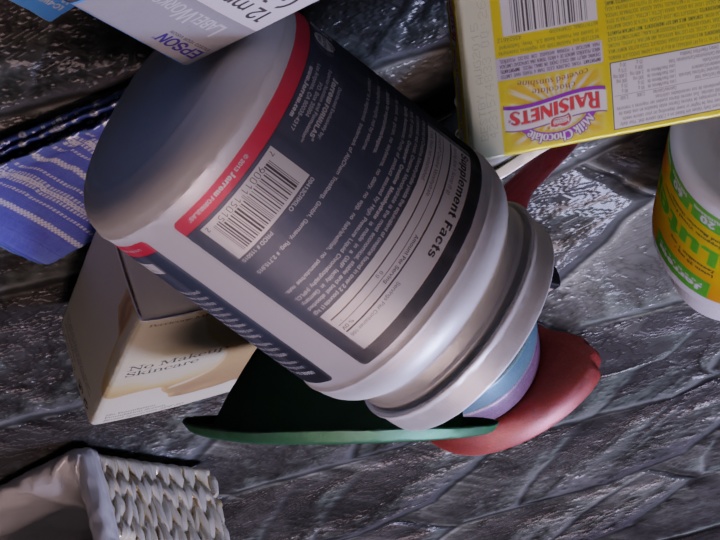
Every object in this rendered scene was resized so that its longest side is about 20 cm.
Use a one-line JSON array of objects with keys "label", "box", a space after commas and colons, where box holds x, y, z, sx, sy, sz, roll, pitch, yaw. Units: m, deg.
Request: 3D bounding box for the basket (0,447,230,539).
[{"label": "basket", "box": [-0.203, 0.259, 1.776, 0.199, 0.199, 0.160, -28, 158, 30]}]

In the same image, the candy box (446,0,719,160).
[{"label": "candy box", "box": [0.143, -0.122, 1.201, 0.199, 0.026, 0.103, -11, 115, -10]}]

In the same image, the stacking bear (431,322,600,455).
[{"label": "stacking bear", "box": [0.046, 0.015, 1.434, 0.114, 0.121, 0.200, -44, 139, -9]}]

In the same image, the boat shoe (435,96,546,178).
[{"label": "boat shoe", "box": [0.084, -0.097, 1.289, 0.199, 0.073, 0.062, -23, 117, 36]}]

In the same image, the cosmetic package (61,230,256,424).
[{"label": "cosmetic package", "box": [-0.104, 0.019, 1.378, 0.105, 0.071, 0.200, -14, 164, -17]}]

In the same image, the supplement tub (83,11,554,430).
[{"label": "supplement tub", "box": [-0.019, -0.027, 1.153, 0.200, 0.141, 0.140, 37, 134, -23]}]

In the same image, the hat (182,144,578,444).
[{"label": "hat", "box": [0.000, 0.000, 1.310, 0.199, 0.177, 0.165, 0, -179, -40]}]

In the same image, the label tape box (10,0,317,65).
[{"label": "label tape box", "box": [-0.088, -0.145, 1.017, 0.199, 0.066, 0.143, -26, 157, 22]}]

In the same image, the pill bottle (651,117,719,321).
[{"label": "pill bottle", "box": [0.231, -0.041, 1.427, 0.110, 0.112, 0.200, -13, 159, -3]}]

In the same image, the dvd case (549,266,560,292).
[{"label": "dvd case", "box": [0.018, 0.022, 1.575, 0.142, 0.018, 0.199, -30, 154, 37]}]

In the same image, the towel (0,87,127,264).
[{"label": "towel", "box": [-0.119, -0.056, 1.279, 0.199, 0.024, 0.145, -21, 159, 16]}]
